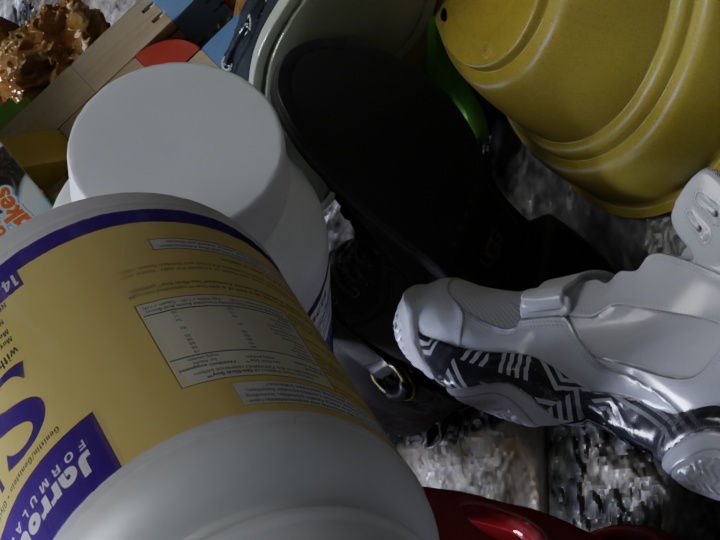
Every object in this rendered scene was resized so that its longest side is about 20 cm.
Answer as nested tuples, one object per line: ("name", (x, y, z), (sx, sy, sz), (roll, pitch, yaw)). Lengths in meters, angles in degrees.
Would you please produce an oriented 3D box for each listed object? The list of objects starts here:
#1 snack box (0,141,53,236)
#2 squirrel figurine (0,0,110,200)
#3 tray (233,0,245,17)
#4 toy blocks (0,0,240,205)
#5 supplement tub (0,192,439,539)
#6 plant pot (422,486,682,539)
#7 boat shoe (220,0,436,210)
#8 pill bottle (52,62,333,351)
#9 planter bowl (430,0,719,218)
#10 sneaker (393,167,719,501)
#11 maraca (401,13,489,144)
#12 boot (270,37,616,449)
("snack box", (-0.169, -0.022, 1.400), (0.200, 0.037, 0.116), (50, 168, 17))
("squirrel figurine", (-0.172, -0.063, 1.556), (0.200, 0.141, 0.187), (-31, 50, 37))
("tray", (-0.012, -0.203, 1.422), (0.099, 0.037, 0.201), (30, 112, 57))
("toy blocks", (-0.074, -0.057, 1.398), (0.137, 0.100, 0.200), (-43, 54, -1))
("supplement tub", (-0.059, 0.081, 1.015), (0.200, 0.145, 0.146), (55, 133, 48))
("plant pot", (0.048, 0.180, 1.136), (0.200, 0.182, 0.202), (-5, 84, 60))
("boat shoe", (-0.021, -0.100, 1.239), (0.200, 0.074, 0.066), (108, 147, -52))
("pill bottle", (-0.067, 0.012, 1.184), (0.200, 0.110, 0.111), (88, 165, -54))
("planter bowl", (0.084, -0.123, 1.199), (0.200, 0.083, 0.201), (-9, 80, 61))
("sneaker", (0.109, 0.010, 1.116), (0.199, 0.075, 0.115), (21, 101, 32))
("maraca", (0.007, -0.124, 1.319), (0.137, 0.107, 0.201), (-8, 101, 69))
("boot", (0.000, 0.000, 1.256), (0.174, 0.200, 0.069), (-23, 29, 52))
